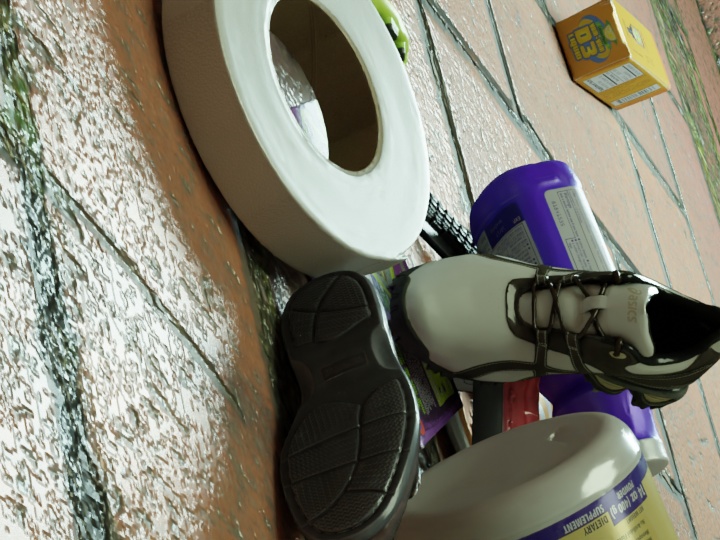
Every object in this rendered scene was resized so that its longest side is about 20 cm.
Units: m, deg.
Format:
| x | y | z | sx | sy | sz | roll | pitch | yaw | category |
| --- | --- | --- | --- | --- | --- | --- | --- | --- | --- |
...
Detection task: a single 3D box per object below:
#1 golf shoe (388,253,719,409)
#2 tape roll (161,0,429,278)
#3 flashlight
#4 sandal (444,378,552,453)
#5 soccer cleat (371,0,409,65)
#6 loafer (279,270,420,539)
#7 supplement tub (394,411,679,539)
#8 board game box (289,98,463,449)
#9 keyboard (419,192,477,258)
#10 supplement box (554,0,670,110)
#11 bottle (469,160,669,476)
| x | y | z | sx | sy | sz | roll | pitch | yaw | category |
| --- | --- | --- | --- | --- | --- | --- | --- | --- | --- |
| 0.114 | 0.022 | 1.487 | 0.200 | 0.094 | 0.078 | 8 | 69 | -24 | golf shoe |
| -0.031 | -0.093 | 1.417 | 0.203 | 0.037 | 0.203 | 42 | 37 | -42 | tape roll |
| 0.095 | 0.101 | 1.536 | 0.068 | 0.068 | 0.200 | 17 | 68 | -37 | flashlight |
| 0.089 | 0.067 | 1.670 | 0.207 | 0.059 | 0.079 | -85 | 150 | -60 | sandal |
| -0.024 | -0.177 | 1.588 | 0.200 | 0.065 | 0.084 | 50 | 22 | -52 | soccer cleat |
| 0.001 | 0.080 | 1.320 | 0.200 | 0.072 | 0.063 | -96 | 164 | -53 | loafer |
| 0.110 | 0.191 | 1.404 | 0.145 | 0.145 | 0.200 | -55 | 123 | -73 | supplement tub |
| 0.000 | 0.000 | 1.503 | 0.120 | 0.032 | 0.200 | -34 | 102 | -78 | board game box |
| 0.064 | -0.017 | 1.699 | 0.200 | 0.021 | 0.127 | 46 | 9 | -37 | keyboard |
| 0.251 | -0.212 | 2.640 | 0.200 | 0.069 | 0.067 | 23 | 47 | -73 | supplement box |
| 0.129 | 0.035 | 1.616 | 0.084 | 0.065 | 0.200 | 121 | -47 | -58 | bottle |
